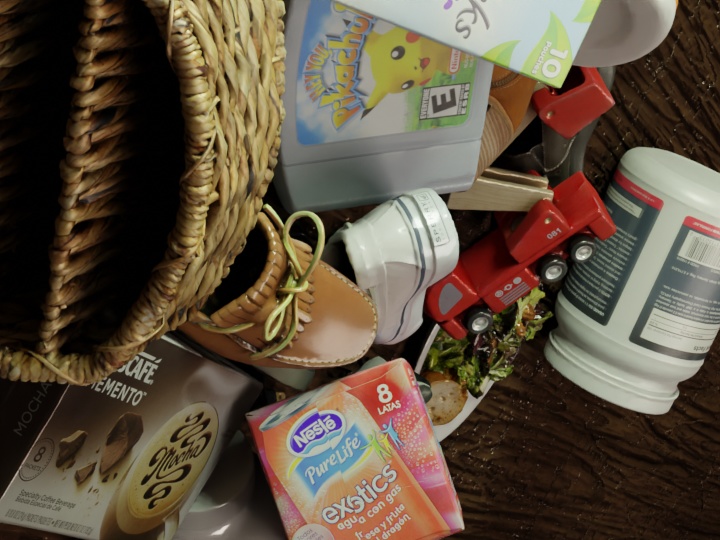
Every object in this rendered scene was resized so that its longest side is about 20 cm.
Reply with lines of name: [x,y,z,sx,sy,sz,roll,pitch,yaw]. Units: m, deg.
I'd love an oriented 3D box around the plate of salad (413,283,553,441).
plate of salad: [0.098,0.059,1.500,0.200,0.048,0.201,-46,153,-32]

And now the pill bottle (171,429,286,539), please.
pill bottle: [-0.098,0.175,1.141,0.111,0.110,0.201,-44,153,-34]

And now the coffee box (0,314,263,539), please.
coffee box: [-0.141,0.070,0.963,0.113,0.080,0.200,-58,158,-2]

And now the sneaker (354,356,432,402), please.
sneaker: [0.018,0.134,1.388,0.116,0.075,0.200,-52,155,-26]

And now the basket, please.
basket: [-0.127,-0.050,0.770,0.149,0.142,0.201,-31,143,-51]

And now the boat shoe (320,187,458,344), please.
boat shoe: [0.000,0.000,1.096,0.066,0.074,0.200,-17,165,-14]

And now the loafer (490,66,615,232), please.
loafer: [0.119,-0.091,1.358,0.071,0.073,0.201,-9,133,-24]

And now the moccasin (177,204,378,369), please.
moccasin: [-0.063,-0.001,0.947,0.201,0.077,0.074,35,71,-38]

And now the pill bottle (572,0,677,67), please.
pill bottle: [0.145,-0.229,1.112,0.110,0.109,0.201,77,25,-59]

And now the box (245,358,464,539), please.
box: [0.000,0.112,1.104,0.094,0.103,0.200,-20,175,1]

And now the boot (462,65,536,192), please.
boot: [0.076,-0.163,1.160,0.156,0.076,0.200,-58,146,-29]

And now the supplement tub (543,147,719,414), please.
supplement tub: [0.254,0.007,1.644,0.140,0.140,0.201,-8,125,-62]

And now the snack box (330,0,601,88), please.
snack box: [0.042,-0.190,0.943,0.199,0.053,0.143,17,106,-31]

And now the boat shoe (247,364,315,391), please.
boat shoe: [-0.063,0.010,1.066,0.072,0.070,0.201,-56,152,-7]

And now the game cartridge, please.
game cartridge: [0.010,-0.122,1.031,0.133,0.041,0.201,-7,127,-19]

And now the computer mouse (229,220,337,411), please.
computer mouse: [-0.014,0.035,1.233,0.200,0.046,0.141,-9,124,-62]

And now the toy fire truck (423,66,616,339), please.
toy fire truck: [0.102,-0.049,1.304,0.200,0.049,0.141,-35,132,13]
